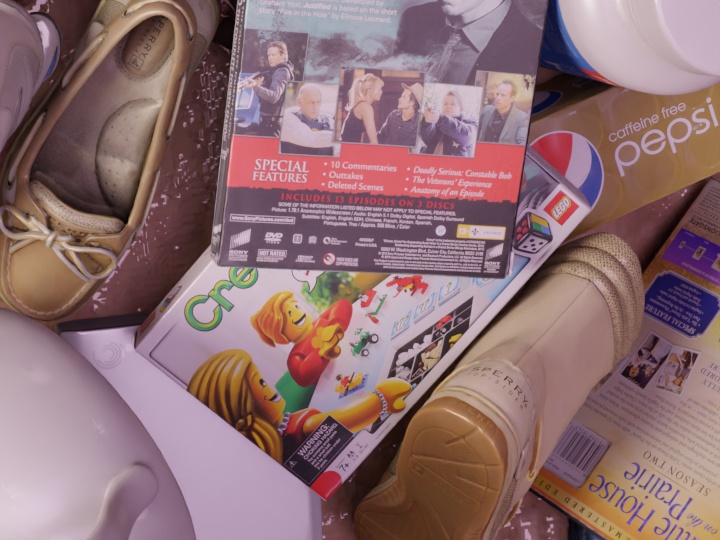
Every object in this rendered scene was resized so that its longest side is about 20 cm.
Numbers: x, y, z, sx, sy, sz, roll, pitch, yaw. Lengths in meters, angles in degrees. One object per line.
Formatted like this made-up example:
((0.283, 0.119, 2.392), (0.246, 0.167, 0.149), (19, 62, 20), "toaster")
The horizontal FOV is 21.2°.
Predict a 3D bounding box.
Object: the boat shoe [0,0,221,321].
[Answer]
((-0.126, -0.052, 0.902), (0.073, 0.063, 0.201), (28, 116, -10), "boat shoe")

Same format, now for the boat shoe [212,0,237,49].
((-0.084, -0.147, 0.922), (0.070, 0.070, 0.200), (-45, 102, -12), "boat shoe")

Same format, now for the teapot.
((-0.178, 0.124, 0.869), (0.146, 0.197, 0.200), (-38, 152, -32), "teapot")

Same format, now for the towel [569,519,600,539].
((0.212, 0.161, 1.089), (0.199, 0.049, 0.112), (-2, 102, -18), "towel")

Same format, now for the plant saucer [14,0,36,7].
((-0.199, -0.207, 0.851), (0.199, 0.037, 0.201), (6, 125, 8), "plant saucer")

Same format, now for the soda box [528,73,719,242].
((0.121, -0.067, 1.005), (0.199, 0.064, 0.068), (-24, 108, -12), "soda box")

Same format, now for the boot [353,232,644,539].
((0.073, 0.078, 0.994), (0.073, 0.200, 0.156), (34, 57, 12), "boot")

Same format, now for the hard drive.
((-0.085, 0.120, 0.999), (0.131, 0.026, 0.201), (-6, 103, -16), "hard drive")

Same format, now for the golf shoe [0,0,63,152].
((-0.209, -0.038, 0.872), (0.078, 0.097, 0.200), (26, 116, -11), "golf shoe")

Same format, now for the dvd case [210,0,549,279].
((0.012, -0.096, 0.872), (0.145, 0.022, 0.201), (2, 108, -17), "dvd case")

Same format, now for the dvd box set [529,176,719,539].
((0.184, 0.060, 1.003), (0.200, 0.146, 0.029), (-55, 133, -5), "dvd box set")

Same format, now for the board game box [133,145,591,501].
((0.000, 0.000, 0.942), (0.126, 0.035, 0.200), (39, 100, -14), "board game box")

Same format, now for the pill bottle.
((0.132, -0.143, 0.920), (0.112, 0.200, 0.113), (-4, 103, -16), "pill bottle")
